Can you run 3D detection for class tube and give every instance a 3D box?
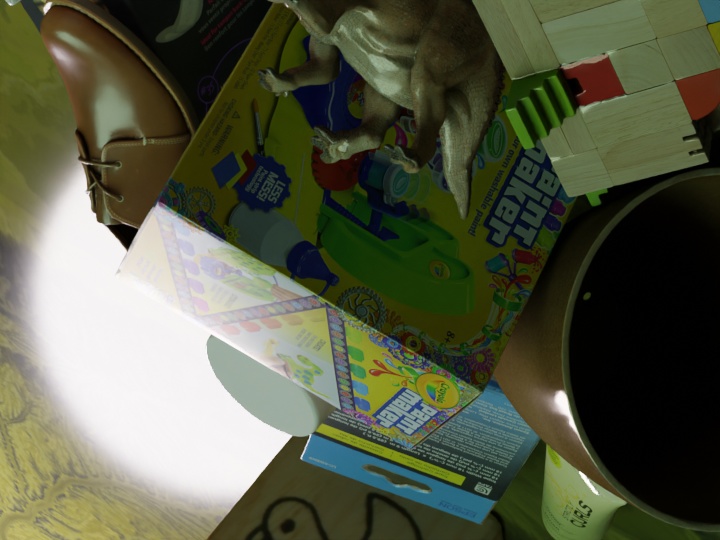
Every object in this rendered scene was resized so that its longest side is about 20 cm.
[{"bbox_3d":[0.144,0.139,1.317,0.058,0.052,0.200,11,164,7],"label":"tube"}]

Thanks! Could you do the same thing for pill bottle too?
[{"bbox_3d":[0.000,0.000,1.197,0.109,0.200,0.109,30,150,19],"label":"pill bottle"}]

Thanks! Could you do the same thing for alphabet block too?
[{"bbox_3d":[-0.016,0.275,1.603,0.195,0.200,0.197,27,149,22],"label":"alphabet block"}]

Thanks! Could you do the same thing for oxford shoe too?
[{"bbox_3d":[-0.133,-0.068,1.147,0.071,0.071,0.200,9,138,42],"label":"oxford shoe"}]

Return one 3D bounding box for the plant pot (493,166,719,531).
[{"bbox_3d":[0.151,0.037,1.121,0.186,0.186,0.200,49,165,-16],"label":"plant pot"}]

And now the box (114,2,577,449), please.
[{"bbox_3d":[0.006,-0.046,1.087,0.192,0.200,0.122,30,155,-6],"label":"box"}]

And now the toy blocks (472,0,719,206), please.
[{"bbox_3d":[0.137,-0.123,0.965,0.136,0.100,0.200,-14,125,24],"label":"toy blocks"}]

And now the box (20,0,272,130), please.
[{"bbox_3d":[-0.117,-0.166,1.188,0.106,0.122,0.200,8,138,43],"label":"box"}]

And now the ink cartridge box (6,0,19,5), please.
[{"bbox_3d":[-0.129,-0.232,0.988,0.084,0.200,0.146,56,174,-29],"label":"ink cartridge box"}]

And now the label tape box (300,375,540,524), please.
[{"bbox_3d":[0.049,0.087,1.364,0.144,0.063,0.200,20,150,-1],"label":"label tape box"}]

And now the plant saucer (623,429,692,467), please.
[{"bbox_3d":[0.238,0.144,1.213,0.200,0.038,0.200,30,177,2],"label":"plant saucer"}]

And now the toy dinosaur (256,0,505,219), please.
[{"bbox_3d":[0.022,-0.127,0.995,0.200,0.136,0.086,49,157,-10],"label":"toy dinosaur"}]
